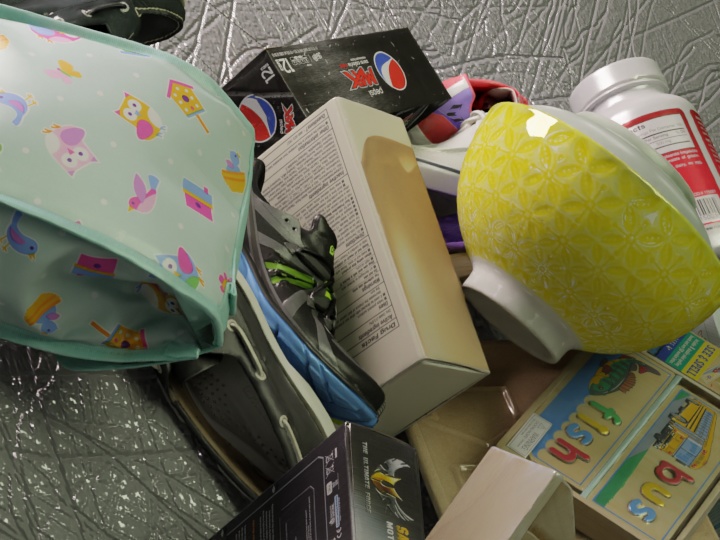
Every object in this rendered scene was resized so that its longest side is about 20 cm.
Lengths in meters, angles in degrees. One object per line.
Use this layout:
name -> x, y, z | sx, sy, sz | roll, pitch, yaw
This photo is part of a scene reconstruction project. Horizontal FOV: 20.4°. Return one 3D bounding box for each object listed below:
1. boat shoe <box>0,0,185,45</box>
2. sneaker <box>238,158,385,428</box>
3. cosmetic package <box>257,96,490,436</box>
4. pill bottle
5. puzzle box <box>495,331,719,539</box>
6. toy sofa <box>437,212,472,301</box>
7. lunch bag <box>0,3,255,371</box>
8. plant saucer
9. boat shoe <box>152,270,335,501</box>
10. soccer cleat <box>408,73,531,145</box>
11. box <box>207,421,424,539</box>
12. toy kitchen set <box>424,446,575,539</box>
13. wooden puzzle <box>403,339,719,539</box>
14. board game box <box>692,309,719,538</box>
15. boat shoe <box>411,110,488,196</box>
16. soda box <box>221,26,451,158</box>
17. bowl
boat shoe -> -0.177, -0.141, 1.236 | 0.199, 0.074, 0.066 | -5, 66, -54
sneaker -> -0.040, 0.009, 1.238 | 0.083, 0.071, 0.200 | -27, 69, -18
cosmetic package -> 0.000, 0.000, 1.307 | 0.071, 0.105, 0.200 | 13, 51, -47
pill bottle -> 0.253, -0.076, 1.703 | 0.112, 0.112, 0.200 | 9, 53, -49
puzzle box -> 0.187, 0.106, 1.323 | 0.133, 0.025, 0.200 | 32, 44, 15
toy sofa -> 0.072, -0.011, 1.431 | 0.200, 0.083, 0.098 | -8, 68, -55
lunch bag -> -0.156, -0.042, 1.087 | 0.200, 0.122, 0.171 | 18, 41, -11
plant saucer -> 0.174, -0.057, 1.372 | 0.200, 0.050, 0.200 | 39, -8, 7
boat shoe -> -0.090, 0.054, 1.170 | 0.200, 0.074, 0.060 | 57, 28, -9
soccer cleat -> 0.115, -0.114, 1.594 | 0.200, 0.073, 0.068 | 8, 54, -49
box -> -0.029, 0.201, 1.019 | 0.048, 0.158, 0.200 | 24, 41, -28
toy kitchen set -> 0.096, 0.214, 1.081 | 0.180, 0.163, 0.200 | 40, -11, -22
wooden puzzle -> 0.122, 0.133, 1.326 | 0.185, 0.046, 0.200 | 0, 45, -19
board game box -> 0.235, 0.135, 1.443 | 0.064, 0.147, 0.200 | 23, 44, -39
boat shoe -> 0.097, -0.090, 1.510 | 0.200, 0.071, 0.070 | 4, 99, -36
soda box -> -0.018, -0.123, 1.438 | 0.200, 0.063, 0.071 | -20, 77, -57
bowl -> 0.130, -0.005, 1.305 | 0.200, 0.108, 0.200 | 39, -8, 7
